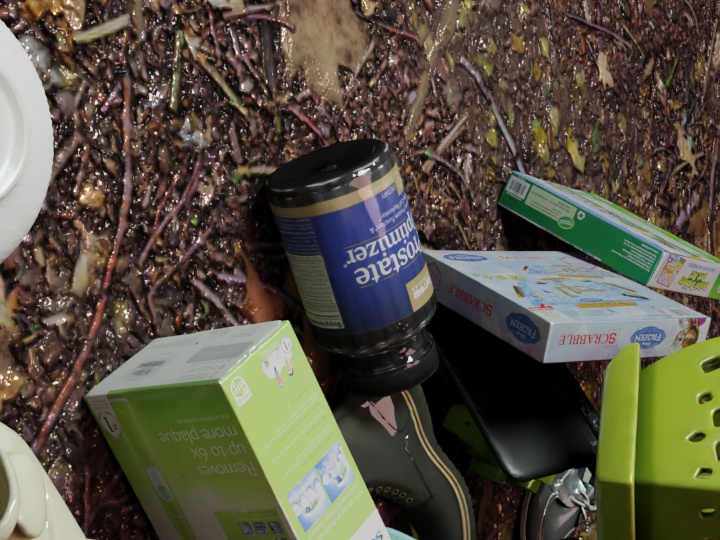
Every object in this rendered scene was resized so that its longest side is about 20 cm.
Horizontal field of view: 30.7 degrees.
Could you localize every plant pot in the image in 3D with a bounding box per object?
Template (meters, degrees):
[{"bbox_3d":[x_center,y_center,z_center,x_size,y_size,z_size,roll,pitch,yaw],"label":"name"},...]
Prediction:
[{"bbox_3d":[0.295,0.179,1.119,0.200,0.181,0.200,-72,157,-49],"label":"plant pot"}]

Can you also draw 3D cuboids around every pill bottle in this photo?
[{"bbox_3d":[0.000,0.000,1.106,0.112,0.112,0.201,-40,120,-46],"label":"pill bottle"}]

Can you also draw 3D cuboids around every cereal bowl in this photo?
[{"bbox_3d":[-0.261,-0.083,0.787,0.200,0.083,0.201,4,85,-54],"label":"cereal bowl"}]

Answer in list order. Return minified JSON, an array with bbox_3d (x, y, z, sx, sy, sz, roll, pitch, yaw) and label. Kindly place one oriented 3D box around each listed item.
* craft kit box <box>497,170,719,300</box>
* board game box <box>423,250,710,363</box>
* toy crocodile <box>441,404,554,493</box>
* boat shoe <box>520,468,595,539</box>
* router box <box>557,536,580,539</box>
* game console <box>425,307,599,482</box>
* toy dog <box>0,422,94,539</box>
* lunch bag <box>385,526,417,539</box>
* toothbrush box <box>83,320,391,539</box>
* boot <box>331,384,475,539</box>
[{"bbox_3d":[0.278,-0.037,1.409,0.197,0.200,0.049,5,113,-51],"label":"craft kit box"},{"bbox_3d":[0.187,0.030,1.238,0.199,0.199,0.041,1,109,-33],"label":"board game box"},{"bbox_3d":[0.151,0.183,1.349,0.200,0.062,0.068,26,86,-52],"label":"toy crocodile"},{"bbox_3d":[0.234,0.242,1.450,0.200,0.062,0.073,-55,130,-38],"label":"boat shoe"},{"bbox_3d":[0.146,0.308,1.216,0.149,0.200,0.051,33,44,-46],"label":"router box"},{"bbox_3d":[0.157,0.133,1.297,0.200,0.116,0.176,62,-5,31],"label":"game console"},{"bbox_3d":[-0.218,0.191,0.811,0.139,0.194,0.200,-35,127,0],"label":"toy dog"},{"bbox_3d":[0.045,0.322,1.093,0.077,0.160,0.201,-38,136,-48],"label":"lunch bag"},{"bbox_3d":[-0.085,0.147,0.944,0.086,0.145,0.201,-44,116,-45],"label":"toothbrush box"},{"bbox_3d":[0.016,0.197,1.164,0.138,0.077,0.201,-35,103,-43],"label":"boot"}]
